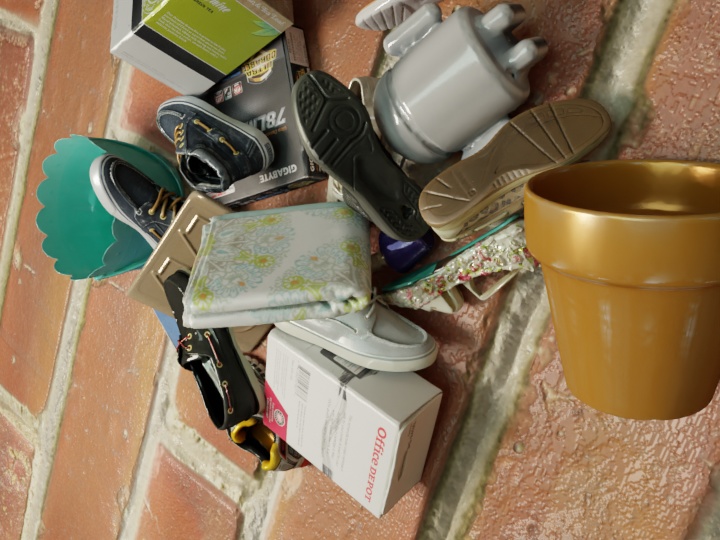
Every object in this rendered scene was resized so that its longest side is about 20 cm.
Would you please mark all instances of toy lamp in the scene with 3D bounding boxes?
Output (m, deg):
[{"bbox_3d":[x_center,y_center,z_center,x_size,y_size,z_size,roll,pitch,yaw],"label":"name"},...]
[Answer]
[{"bbox_3d":[0.000,0.000,0.866,0.199,0.058,0.059,-30,75,32],"label":"toy lamp"}]

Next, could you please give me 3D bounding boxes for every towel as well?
[{"bbox_3d":[-0.087,-0.007,0.800,0.198,0.172,0.049,-6,127,4],"label":"towel"}]

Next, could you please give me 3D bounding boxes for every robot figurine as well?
[{"bbox_3d":[0.093,-0.186,0.756,0.199,0.113,0.170,-33,88,31],"label":"robot figurine"}]

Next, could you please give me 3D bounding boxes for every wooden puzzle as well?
[{"bbox_3d":[-0.174,0.002,0.945,0.200,0.184,0.047,-47,26,29],"label":"wooden puzzle"}]

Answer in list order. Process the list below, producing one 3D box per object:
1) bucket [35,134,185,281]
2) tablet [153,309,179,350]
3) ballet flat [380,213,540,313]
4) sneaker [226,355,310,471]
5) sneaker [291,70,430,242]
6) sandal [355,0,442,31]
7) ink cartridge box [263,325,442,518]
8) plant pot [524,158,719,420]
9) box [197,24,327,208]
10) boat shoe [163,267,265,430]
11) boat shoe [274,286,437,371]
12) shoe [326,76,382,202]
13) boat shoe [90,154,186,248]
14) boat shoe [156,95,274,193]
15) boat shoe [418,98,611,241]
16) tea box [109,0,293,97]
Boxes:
[{"bbox_3d":[-0.361,-0.090,1.074,0.206,0.134,0.210,3,95,36],"label":"bucket"},{"bbox_3d":[-0.236,0.019,1.065,0.200,0.014,0.131,-48,66,26],"label":"tablet"},{"bbox_3d":[0.106,0.009,0.784,0.199,0.075,0.064,-29,91,36],"label":"ballet flat"},{"bbox_3d":[-0.144,0.181,0.963,0.200,0.082,0.078,40,113,28],"label":"sneaker"},{"bbox_3d":[-0.010,-0.118,0.777,0.076,0.200,0.114,-45,20,-5],"label":"sneaker"},{"bbox_3d":[0.071,-0.322,0.787,0.205,0.079,0.060,-13,87,37],"label":"sandal"},{"bbox_3d":[-0.015,0.160,0.846,0.199,0.083,0.146,31,128,30],"label":"ink cartridge box"},{"bbox_3d":[0.240,0.016,0.626,0.199,0.200,0.185,10,114,35],"label":"plant pot"},{"bbox_3d":[-0.145,-0.195,0.969,0.199,0.049,0.201,-11,85,36],"label":"box"},{"bbox_3d":[-0.187,0.092,0.883,0.074,0.063,0.203,-34,82,51],"label":"boat shoe"},{"bbox_3d":[-0.009,0.050,0.809,0.199,0.070,0.072,17,126,17],"label":"boat shoe"},{"bbox_3d":[-0.011,-0.130,0.870,0.070,0.053,0.202,22,105,33],"label":"shoe"},{"bbox_3d":[-0.255,-0.080,0.962,0.090,0.201,0.071,-9,47,31],"label":"boat shoe"},{"bbox_3d":[-0.209,-0.160,0.919,0.199,0.091,0.071,24,135,31],"label":"boat shoe"},{"bbox_3d":[0.153,-0.098,0.727,0.199,0.063,0.074,-28,56,13],"label":"boat shoe"},{"bbox_3d":[-0.197,-0.362,0.914,0.196,0.133,0.202,-25,58,32],"label":"tea box"}]
